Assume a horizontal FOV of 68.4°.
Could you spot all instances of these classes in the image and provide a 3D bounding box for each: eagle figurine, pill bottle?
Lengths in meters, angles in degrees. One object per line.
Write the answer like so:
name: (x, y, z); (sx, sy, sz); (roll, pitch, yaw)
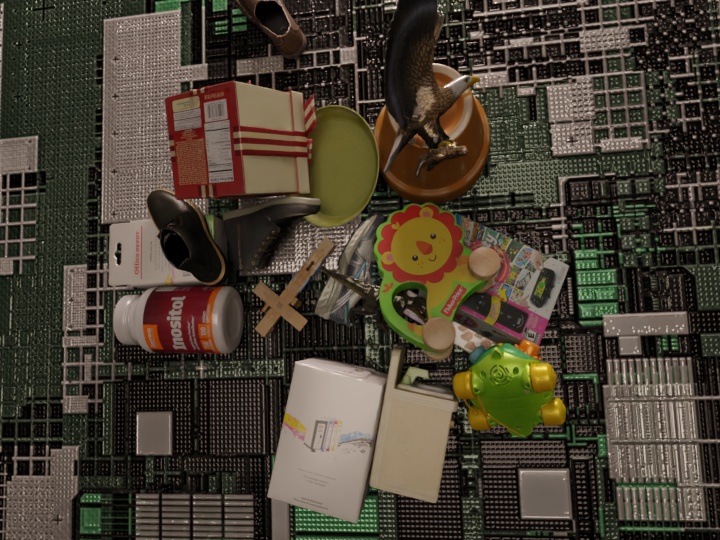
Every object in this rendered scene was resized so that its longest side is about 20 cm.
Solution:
eagle figurine: (0.081, -0.236, 0.684); (0.150, 0.151, 0.203); (-29, 98, -31)
pill bottle: (-0.310, 0.085, 0.910); (0.195, 0.113, 0.116); (-1, 85, 8)

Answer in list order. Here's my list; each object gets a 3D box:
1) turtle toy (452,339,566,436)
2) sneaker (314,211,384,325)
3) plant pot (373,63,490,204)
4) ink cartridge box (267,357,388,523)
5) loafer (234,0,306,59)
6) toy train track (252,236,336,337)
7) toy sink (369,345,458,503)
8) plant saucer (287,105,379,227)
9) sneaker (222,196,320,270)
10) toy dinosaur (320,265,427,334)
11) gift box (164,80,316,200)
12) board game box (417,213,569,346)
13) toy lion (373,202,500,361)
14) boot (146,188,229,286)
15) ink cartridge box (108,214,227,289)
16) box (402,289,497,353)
turtle toy: (0.227, 0.178, 0.790); (0.143, 0.102, 0.202); (-11, 127, 25)
sneaker: (0.000, 0.000, 0.901); (0.085, 0.078, 0.203); (27, 96, -2)
plant pot: (0.111, -0.224, 0.839); (0.196, 0.183, 0.205); (-1, 85, 8)
ink cartridge box: (-0.042, 0.253, 0.837); (0.142, 0.147, 0.204); (11, 86, 9)
loafer: (-0.171, -0.479, 0.961); (0.073, 0.071, 0.200); (-43, 80, 2)
toy train track: (-0.110, 0.031, 0.929); (0.114, 0.033, 0.201); (36, 85, 17)
toy sink: (0.091, 0.231, 0.829); (0.110, 0.130, 0.204); (9, 85, 9)
plant saucer: (-0.047, -0.176, 0.907); (0.196, 0.031, 0.205); (2, 94, 31)
sneaker: (-0.146, -0.062, 0.912); (0.197, 0.074, 0.109); (-9, 89, 30)
toy dinosaur: (0.022, 0.056, 0.852); (0.196, 0.048, 0.089); (19, 122, 2)
gift box: (-0.182, -0.215, 0.860); (0.181, 0.186, 0.205); (6, 100, 30)
board game box: (0.208, 0.022, 0.847); (0.197, 0.064, 0.149); (26, 72, 10)
toy lion: (0.095, 0.001, 0.793); (0.190, 0.069, 0.201); (31, 74, 17)
boot: (-0.296, -0.070, 0.841); (0.077, 0.138, 0.200); (-45, 77, -1)
ink cartridge box: (-0.342, -0.029, 0.947); (0.195, 0.067, 0.120); (-3, 83, 7)
box: (0.154, 0.099, 0.876); (0.198, 0.041, 0.039); (31, 90, 9)
